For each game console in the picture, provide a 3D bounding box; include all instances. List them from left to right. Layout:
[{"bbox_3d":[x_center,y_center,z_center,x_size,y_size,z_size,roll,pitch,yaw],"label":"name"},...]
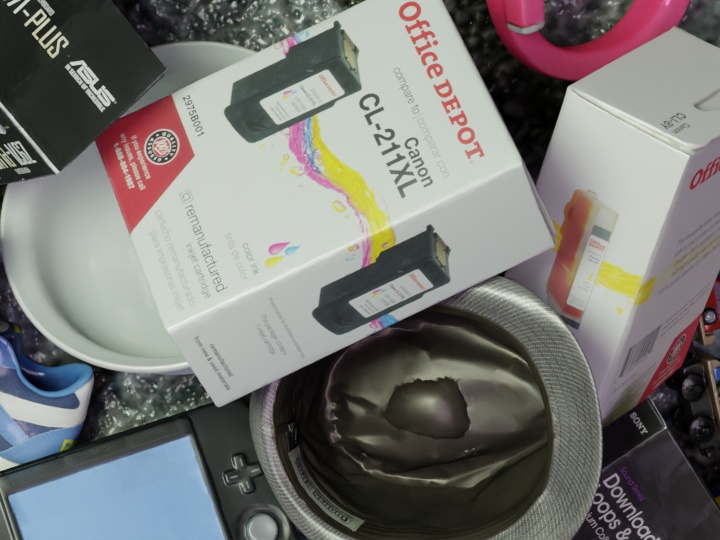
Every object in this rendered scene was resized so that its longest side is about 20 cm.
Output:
[{"bbox_3d":[-0.117,0.171,1.426,0.199,0.116,0.177,-17,81,-18],"label":"game console"}]

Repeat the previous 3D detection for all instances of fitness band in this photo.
[{"bbox_3d":[0.132,-0.202,1.427,0.143,0.037,0.201,-20,120,-31],"label":"fitness band"}]

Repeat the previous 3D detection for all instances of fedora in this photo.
[{"bbox_3d":[0.044,0.079,1.381,0.199,0.090,0.178,-9,95,19],"label":"fedora"}]

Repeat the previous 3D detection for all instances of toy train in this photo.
[{"bbox_3d":[0.200,0.018,1.540,0.046,0.034,0.201,-17,107,-14],"label":"toy train"}]

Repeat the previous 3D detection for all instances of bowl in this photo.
[{"bbox_3d":[-0.095,-0.022,1.443,0.200,0.090,0.202,-6,66,13],"label":"bowl"}]

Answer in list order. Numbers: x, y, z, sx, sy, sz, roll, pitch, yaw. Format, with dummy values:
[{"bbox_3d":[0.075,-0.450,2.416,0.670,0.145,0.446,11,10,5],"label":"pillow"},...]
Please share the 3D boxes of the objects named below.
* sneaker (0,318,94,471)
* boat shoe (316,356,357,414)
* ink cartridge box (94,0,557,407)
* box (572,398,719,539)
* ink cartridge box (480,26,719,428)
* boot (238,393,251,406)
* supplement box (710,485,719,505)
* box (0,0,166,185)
[{"bbox_3d":[-0.244,0.050,1.478,0.199,0.074,0.082,30,105,-23],"label":"sneaker"},{"bbox_3d":[0.001,0.000,1.459,0.072,0.068,0.201,29,78,22],"label":"boat shoe"},{"bbox_3d":[-0.019,-0.044,1.327,0.199,0.146,0.083,-26,144,2],"label":"ink cartridge box"},{"bbox_3d":[0.114,0.179,1.433,0.200,0.036,0.143,-35,123,3],"label":"box"},{"bbox_3d":[0.150,-0.020,1.432,0.083,0.145,0.201,30,122,20],"label":"ink cartridge box"},{"bbox_3d":[0.024,0.073,1.524,0.199,0.097,0.075,12,111,20],"label":"boot"},{"bbox_3d":[0.295,0.181,1.503,0.109,0.200,0.109,-32,108,-6],"label":"supplement box"},{"bbox_3d":[-0.217,-0.131,1.353,0.086,0.200,0.164,-45,107,-22],"label":"box"}]
